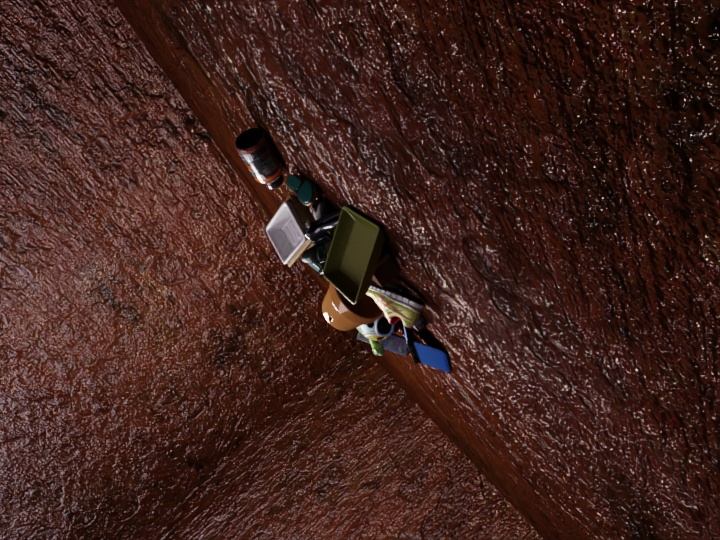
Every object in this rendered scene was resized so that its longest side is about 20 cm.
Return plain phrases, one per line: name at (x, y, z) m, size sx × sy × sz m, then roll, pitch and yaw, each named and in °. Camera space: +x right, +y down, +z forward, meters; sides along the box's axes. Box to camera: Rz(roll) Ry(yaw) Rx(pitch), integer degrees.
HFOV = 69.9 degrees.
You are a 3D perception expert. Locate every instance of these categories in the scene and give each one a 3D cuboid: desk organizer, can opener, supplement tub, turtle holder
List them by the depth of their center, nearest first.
desk organizer at (0.019, -0.037, 1.399) m, size 0.077 × 0.072 × 0.200 m, roll 54°, pitch 171°, yaw -35°
can opener at (-0.094, -0.130, 1.449) m, size 0.078 × 0.064 × 0.199 m, roll 19°, pitch 153°, yaw -30°
supplement tub at (-0.322, -0.359, 1.688) m, size 0.107 × 0.107 × 0.200 m, roll 44°, pitch 168°, yaw 38°
turtle holder at (0.052, 0.190, 1.798) m, size 0.140 × 0.187 × 0.132 m, roll 27°, pitch 180°, yaw -25°

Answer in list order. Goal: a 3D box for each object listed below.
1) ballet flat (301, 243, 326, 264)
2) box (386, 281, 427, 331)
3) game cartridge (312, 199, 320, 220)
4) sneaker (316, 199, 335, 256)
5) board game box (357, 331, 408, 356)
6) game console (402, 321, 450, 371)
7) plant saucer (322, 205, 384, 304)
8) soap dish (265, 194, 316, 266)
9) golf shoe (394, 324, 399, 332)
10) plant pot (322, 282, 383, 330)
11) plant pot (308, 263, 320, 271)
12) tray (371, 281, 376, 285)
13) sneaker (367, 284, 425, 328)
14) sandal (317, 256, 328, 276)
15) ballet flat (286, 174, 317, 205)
ballet flat at (-0.130, -0.060, 1.587) m, size 0.200 × 0.068 × 0.069 m, roll -30°, pitch -72°, yaw -72°
box at (0.111, 0.092, 1.553) m, size 0.137 × 0.038 × 0.200 m, roll 55°, pitch 170°, yaw -24°
game cartridge at (-0.085, -0.132, 1.649) m, size 0.200 × 0.041 × 0.133 m, roll 50°, pitch 167°, yaw 5°
sneaker at (-0.072, -0.121, 1.546) m, size 0.075 × 0.084 × 0.202 m, roll -66°, pitch -37°, yaw -63°
board game box at (0.095, 0.259, 1.942) m, size 0.198 × 0.062 × 0.200 m, roll 18°, pitch 177°, yaw 9°
game console at (0.213, 0.230, 1.667) m, size 0.200 × 0.117 × 0.172 m, roll 67°, pitch -167°, yaw -59°
plant saucer at (-0.011, -0.041, 1.306) m, size 0.048 × 0.202 × 0.200 m, roll 9°, pitch -163°, yaw -32°
soap dish at (-0.211, -0.126, 1.632) m, size 0.158 × 0.081 × 0.200 m, roll 60°, pitch 142°, yaw 10°
golf shoe at (0.081, 0.162, 1.915) m, size 0.091 × 0.075 × 0.200 m, roll 27°, pitch 164°, yaw 49°
plant pot at (-0.035, 0.103, 1.672) m, size 0.200 × 0.200 × 0.140 m, roll 50°, pitch 130°, yaw 4°
plant pot at (-0.118, -0.060, 1.798) m, size 0.200 × 0.141 × 0.141 m, roll 45°, pitch 171°, yaw -2°
tray at (0.000, 0.000, 1.539) m, size 0.200 × 0.098 × 0.037 m, roll -149°, pitch 50°, yaw -64°
sneaker at (0.080, 0.096, 1.395) m, size 0.078 × 0.091 × 0.199 m, roll 7°, pitch -169°, yaw -42°
sandal at (-0.086, -0.004, 1.529) m, size 0.200 × 0.074 × 0.045 m, roll 120°, pitch 138°, yaw -70°
ballet flat at (-0.163, -0.242, 1.561) m, size 0.062 × 0.068 × 0.200 m, roll 28°, pitch -167°, yaw -39°
